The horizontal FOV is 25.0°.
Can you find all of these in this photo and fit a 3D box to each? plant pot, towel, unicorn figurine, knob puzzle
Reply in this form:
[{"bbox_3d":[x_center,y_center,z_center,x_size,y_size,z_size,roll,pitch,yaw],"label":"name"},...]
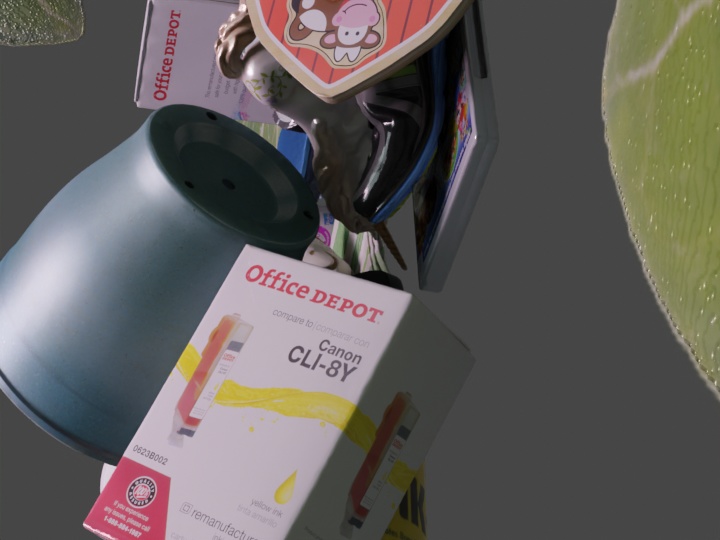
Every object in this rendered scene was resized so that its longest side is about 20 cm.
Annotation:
[{"bbox_3d":[-0.131,-0.002,1.095,0.188,0.199,0.201,-52,25,28],"label":"plant pot"},{"bbox_3d":[0.000,0.000,1.308,0.201,0.023,0.153,-97,16,-47],"label":"towel"},{"bbox_3d":[-0.015,-0.116,1.111,0.138,0.200,0.074,-55,7,1],"label":"unicorn figurine"},{"bbox_3d":[0.000,-0.200,0.997,0.030,0.219,0.221,33,-125,-54],"label":"knob puzzle"}]

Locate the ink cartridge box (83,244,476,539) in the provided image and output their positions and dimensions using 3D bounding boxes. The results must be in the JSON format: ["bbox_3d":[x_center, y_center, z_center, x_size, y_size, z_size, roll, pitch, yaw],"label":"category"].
[{"bbox_3d":[-0.047,0.099,0.953,0.145,0.083,0.201,17,70,40],"label":"ink cartridge box"}]

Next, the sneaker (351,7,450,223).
[{"bbox_3d":[0.014,-0.129,1.038,0.071,0.082,0.201,173,103,-79],"label":"sneaker"}]

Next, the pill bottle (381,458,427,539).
[{"bbox_3d":[-0.014,0.140,1.039,0.115,0.114,0.201,111,162,-54],"label":"pill bottle"}]

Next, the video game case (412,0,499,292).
[{"bbox_3d":[0.057,-0.107,1.072,0.144,0.018,0.201,109,164,-47],"label":"video game case"}]

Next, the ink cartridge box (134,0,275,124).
[{"bbox_3d":[-0.097,-0.212,1.468,0.146,0.199,0.083,110,163,-50],"label":"ink cartridge box"}]

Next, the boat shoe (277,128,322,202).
[{"bbox_3d":[-0.023,-0.117,1.394,0.201,0.068,0.084,113,148,-41],"label":"boat shoe"}]

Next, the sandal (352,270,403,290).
[{"bbox_3d":[-0.053,0.057,1.174,0.199,0.043,0.076,-26,55,29],"label":"sandal"}]

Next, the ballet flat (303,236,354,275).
[{"bbox_3d":[-0.032,0.027,1.253,0.071,0.070,0.201,108,161,-48],"label":"ballet flat"}]

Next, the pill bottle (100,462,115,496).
[{"bbox_3d":[-0.135,0.191,1.475,0.200,0.110,0.112,0,-82,-59],"label":"pill bottle"}]

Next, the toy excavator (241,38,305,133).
[{"bbox_3d":[-0.003,-0.223,1.242,0.200,0.100,0.195,-52,50,28],"label":"toy excavator"}]

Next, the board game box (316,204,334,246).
[{"bbox_3d":[-0.123,0.032,1.469,0.056,0.195,0.201,148,128,-76],"label":"board game box"}]
